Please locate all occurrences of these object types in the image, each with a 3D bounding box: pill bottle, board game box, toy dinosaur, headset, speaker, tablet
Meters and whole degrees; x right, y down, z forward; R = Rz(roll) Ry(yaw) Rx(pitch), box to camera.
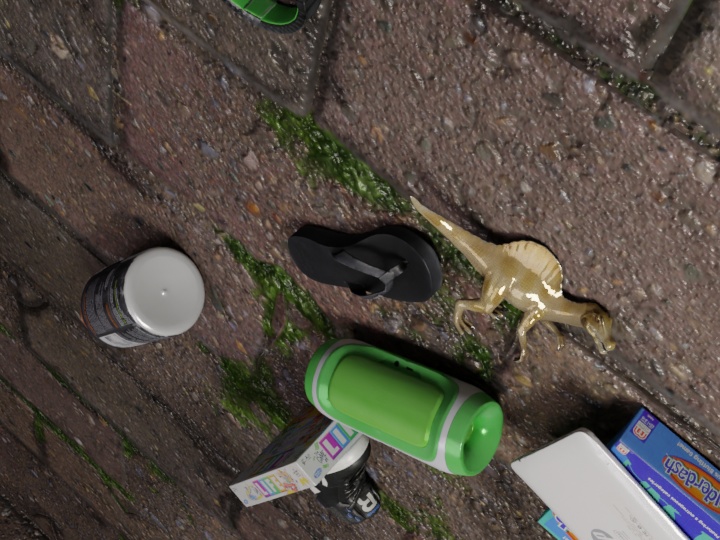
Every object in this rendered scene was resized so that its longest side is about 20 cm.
[{"bbox_3d":[-0.278,0.038,1.326,0.199,0.106,0.107,-15,114,55],"label":"pill bottle"},{"bbox_3d":[-0.059,0.196,1.213,0.034,0.134,0.200,49,148,-5],"label":"board game box"},{"bbox_3d":[0.119,0.010,0.890,0.199,0.058,0.102,34,132,6],"label":"toy dinosaur"},{"bbox_3d":[-0.079,-0.267,0.811,0.123,0.094,0.201,31,160,17],"label":"headset"},{"bbox_3d":[0.257,0.224,0.953,0.152,0.045,0.201,39,148,13],"label":"board game box"},{"bbox_3d":[0.039,0.131,1.065,0.198,0.088,0.089,19,139,37],"label":"speaker"},{"bbox_3d":[0.226,0.227,0.937,0.200,0.014,0.130,48,149,2],"label":"tablet"}]

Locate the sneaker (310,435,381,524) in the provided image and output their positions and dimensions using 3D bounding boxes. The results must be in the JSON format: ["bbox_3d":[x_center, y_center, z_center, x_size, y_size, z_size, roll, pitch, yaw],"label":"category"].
[{"bbox_3d":[-0.007,0.243,1.272,0.112,0.073,0.200,47,157,-6],"label":"sneaker"}]

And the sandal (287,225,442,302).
[{"bbox_3d":[0.000,0.001,1.013,0.199,0.043,0.077,3,128,48],"label":"sandal"}]
